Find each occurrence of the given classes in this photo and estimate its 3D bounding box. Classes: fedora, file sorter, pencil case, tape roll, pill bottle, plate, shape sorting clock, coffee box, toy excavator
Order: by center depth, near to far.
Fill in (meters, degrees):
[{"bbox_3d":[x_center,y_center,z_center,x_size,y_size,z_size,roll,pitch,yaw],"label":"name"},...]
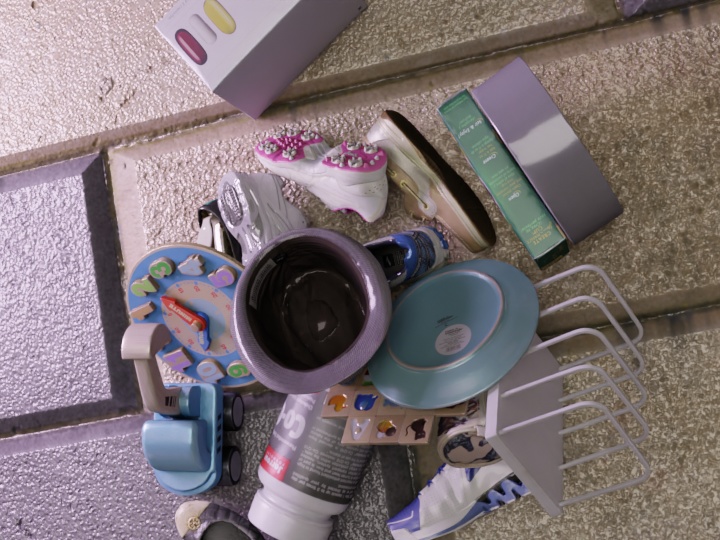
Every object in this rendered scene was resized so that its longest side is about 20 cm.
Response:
[{"bbox_3d":[0.217,0.117,1.210,0.124,0.139,0.201,-23,35,28],"label":"file sorter"},{"bbox_3d":[0.091,0.057,1.240,0.198,0.026,0.201,-20,39,17],"label":"plate"},{"bbox_3d":[0.120,0.116,1.261,0.077,0.090,0.201,6,46,-3],"label":"pencil case"},{"bbox_3d":[0.200,-0.127,1.267,0.066,0.200,0.201,-35,78,10],"label":"tape roll"},{"bbox_3d":[-0.045,0.054,1.268,0.176,0.090,0.201,-37,58,-1],"label":"fedora"},{"bbox_3d":[0.161,-0.098,1.317,0.044,0.123,0.201,-33,77,6],"label":"coffee box"},{"bbox_3d":[-0.049,0.206,1.348,0.113,0.114,0.202,23,91,15],"label":"pill bottle"},{"bbox_3d":[-0.211,0.162,1.350,0.099,0.200,0.197,-1,85,14],"label":"toy excavator"},{"bbox_3d":[-0.183,0.056,1.369,0.198,0.039,0.202,14,130,17],"label":"shape sorting clock"}]

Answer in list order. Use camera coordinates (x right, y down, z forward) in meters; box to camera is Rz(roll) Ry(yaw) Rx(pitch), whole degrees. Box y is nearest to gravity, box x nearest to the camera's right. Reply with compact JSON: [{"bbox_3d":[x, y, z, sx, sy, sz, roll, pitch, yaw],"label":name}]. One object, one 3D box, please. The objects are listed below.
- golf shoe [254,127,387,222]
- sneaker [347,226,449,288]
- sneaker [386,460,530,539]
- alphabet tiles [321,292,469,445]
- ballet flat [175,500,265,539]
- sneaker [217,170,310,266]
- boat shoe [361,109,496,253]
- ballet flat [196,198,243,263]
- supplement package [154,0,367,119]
[{"bbox_3d":[-0.047,-0.110,1.387,0.199,0.075,0.092,19,135,41],"label":"golf shoe"},{"bbox_3d":[0.000,0.000,1.353,0.199,0.085,0.078,-27,78,30],"label":"sneaker"},{"bbox_3d":[0.114,0.224,1.330,0.198,0.081,0.116,-27,76,4],"label":"sneaker"},{"bbox_3d":[0.047,0.100,1.257,0.164,0.006,0.201,-5,47,26],"label":"alphabet tiles"},{"bbox_3d":[-0.128,0.322,1.308,0.199,0.057,0.067,36,91,17],"label":"ballet flat"},{"bbox_3d":[-0.093,-0.028,1.393,0.078,0.099,0.202,-21,85,55],"label":"sneaker"},{"bbox_3d":[0.077,-0.093,1.369,0.066,0.074,0.201,-43,77,23],"label":"boat shoe"},{"bbox_3d":[-0.168,0.013,1.418,0.067,0.068,0.203,-16,79,37],"label":"ballet flat"},{"bbox_3d":[-0.112,-0.298,1.385,0.200,0.156,0.111,-45,77,7],"label":"supplement package"}]
